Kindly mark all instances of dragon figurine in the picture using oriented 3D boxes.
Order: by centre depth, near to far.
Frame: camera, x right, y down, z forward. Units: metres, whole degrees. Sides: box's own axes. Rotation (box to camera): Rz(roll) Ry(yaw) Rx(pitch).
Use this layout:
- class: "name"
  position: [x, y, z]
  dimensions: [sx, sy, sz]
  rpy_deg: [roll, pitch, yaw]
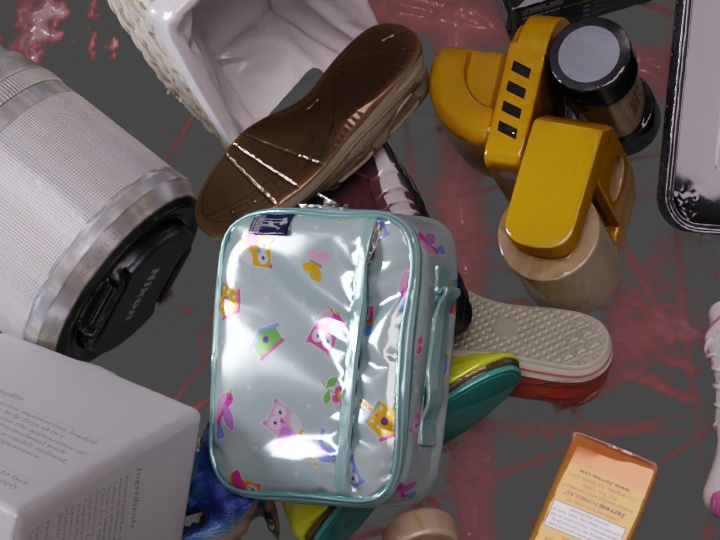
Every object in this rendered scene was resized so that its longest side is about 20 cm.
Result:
- class: "dragon figurine"
  position: [-0.107, 0.135, 1.741]
  dimensions: [0.099, 0.059, 0.200]
  rpy_deg: [-3, 75, 2]

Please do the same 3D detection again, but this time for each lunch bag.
- class: "lunch bag"
  position: [-0.016, 0.051, 1.646]
  dimensions: [0.160, 0.077, 0.200]
  rpy_deg: [3, 88, 35]

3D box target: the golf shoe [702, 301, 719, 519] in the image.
- class: "golf shoe"
  position: [0.267, 0.074, 1.742]
  dimensions: [0.092, 0.075, 0.200]
  rpy_deg: [20, 73, 24]

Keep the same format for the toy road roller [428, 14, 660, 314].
- class: "toy road roller"
  position: [0.115, -0.079, 1.767]
  dimensions: [0.146, 0.123, 0.200]
  rpy_deg: [8, 73, 20]

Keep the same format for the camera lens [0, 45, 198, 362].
- class: "camera lens"
  position: [-0.223, -0.044, 1.748]
  dimensions: [0.200, 0.160, 0.160]
  rpy_deg: [38, 79, 13]

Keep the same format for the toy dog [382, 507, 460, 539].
- class: "toy dog"
  position: [0.033, 0.242, 1.668]
  dimensions: [0.096, 0.200, 0.132]
  rpy_deg: [19, 57, -27]

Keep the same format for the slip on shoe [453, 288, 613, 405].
- class: "slip on shoe"
  position: [0.077, 0.052, 1.756]
  dimensions: [0.200, 0.061, 0.074]
  rpy_deg: [11, 52, 18]

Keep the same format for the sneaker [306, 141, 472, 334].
- class: "sneaker"
  position: [0.000, 0.000, 1.748]
  dimensions: [0.116, 0.076, 0.200]
  rpy_deg: [-30, 36, 6]

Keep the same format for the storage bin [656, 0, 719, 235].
- class: "storage bin"
  position: [0.280, -0.121, 1.750]
  dimensions: [0.135, 0.094, 0.200]
  rpy_deg: [6, 92, 3]

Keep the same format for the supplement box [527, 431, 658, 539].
- class: "supplement box"
  position: [0.131, 0.213, 1.702]
  dimensions: [0.069, 0.067, 0.200]
  rpy_deg: [21, 75, 9]

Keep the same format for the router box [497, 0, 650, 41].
- class: "router box"
  position: [0.179, -0.268, 1.844]
  dimensions: [0.200, 0.062, 0.150]
  rpy_deg: [-17, 72, -2]

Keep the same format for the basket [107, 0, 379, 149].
- class: "basket"
  position: [-0.086, -0.183, 1.755]
  dimensions: [0.136, 0.200, 0.123]
  rpy_deg: [-42, 56, -9]

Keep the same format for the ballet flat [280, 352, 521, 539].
- class: "ballet flat"
  position: [0.018, 0.104, 1.717]
  dimensions: [0.200, 0.067, 0.067]
  rpy_deg: [-44, 58, 18]

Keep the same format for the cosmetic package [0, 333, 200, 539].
- class: "cosmetic package"
  position: [-0.228, 0.162, 1.617]
  dimensions: [0.165, 0.200, 0.165]
  rpy_deg: [21, 115, 25]

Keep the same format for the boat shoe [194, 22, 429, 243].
- class: "boat shoe"
  position: [-0.027, -0.082, 1.749]
  dimensions: [0.072, 0.065, 0.200]
  rpy_deg: [35, 73, 33]
